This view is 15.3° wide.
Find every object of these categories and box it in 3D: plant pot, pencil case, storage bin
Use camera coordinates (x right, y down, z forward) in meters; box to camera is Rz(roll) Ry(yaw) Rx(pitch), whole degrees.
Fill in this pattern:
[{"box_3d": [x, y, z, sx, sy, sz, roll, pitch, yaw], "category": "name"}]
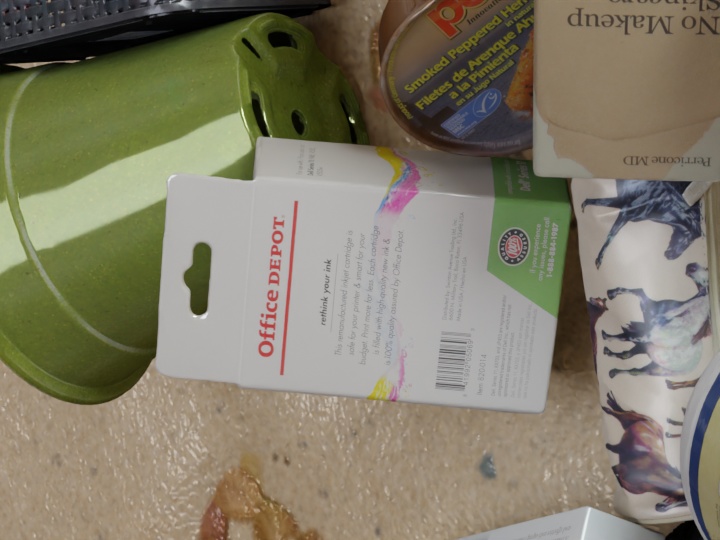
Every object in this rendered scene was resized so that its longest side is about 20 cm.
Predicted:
[{"box_3d": [-0.102, -0.052, 1.456, 0.189, 0.200, 0.202, -22, 80, 30], "category": "plant pot"}, {"box_3d": [0.150, 0.023, 1.287, 0.089, 0.077, 0.202, -7, 91, 62], "category": "pencil case"}, {"box_3d": [-0.128, -0.174, 1.478, 0.199, 0.135, 0.095, -8, 90, 43], "category": "storage bin"}]

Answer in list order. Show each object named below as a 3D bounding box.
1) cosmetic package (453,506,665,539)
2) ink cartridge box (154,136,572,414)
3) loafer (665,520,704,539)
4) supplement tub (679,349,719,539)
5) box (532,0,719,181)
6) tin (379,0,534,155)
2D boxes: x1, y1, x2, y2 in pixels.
[{"box_3d": [0.066, 0.206, 1.326, 0.200, 0.051, 0.152, -26, 48, 61], "category": "cosmetic package"}, {"box_3d": [0.000, 0.000, 1.346, 0.198, 0.067, 0.118, 5, 112, -2], "category": "ink cartridge box"}, {"box_3d": [0.150, 0.193, 1.328, 0.071, 0.073, 0.200, 38, 126, -1], "category": "loafer"}, {"box_3d": [0.236, 0.102, 1.129, 0.200, 0.143, 0.146, -137, 53, -64], "category": "supplement tub"}, {"box_3d": [0.122, -0.141, 1.177, 0.094, 0.078, 0.201, 1, 129, 6], "category": "box"}, {"box_3d": [0.094, -0.132, 1.276, 0.200, 0.112, 0.042, -36, 43, 27], "category": "tin"}]
